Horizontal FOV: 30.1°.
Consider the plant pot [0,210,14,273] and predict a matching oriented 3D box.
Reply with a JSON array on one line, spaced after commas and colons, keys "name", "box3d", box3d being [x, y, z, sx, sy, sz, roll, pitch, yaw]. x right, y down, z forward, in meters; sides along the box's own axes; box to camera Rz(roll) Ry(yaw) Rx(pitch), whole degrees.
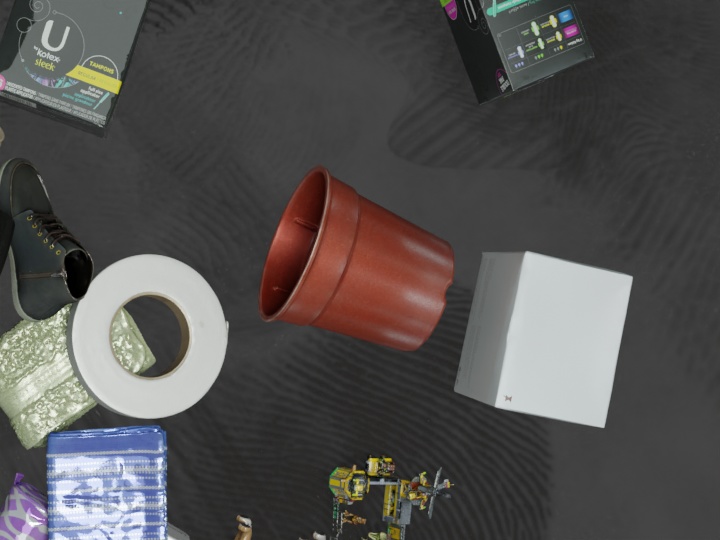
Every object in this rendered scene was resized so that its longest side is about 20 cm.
[{"name": "plant pot", "box3d": [-0.511, -0.003, 1.537, 0.198, 0.200, 0.178, 32, 45, -9]}]

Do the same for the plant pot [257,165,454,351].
[{"name": "plant pot", "box3d": [0.000, 0.000, 1.660, 0.193, 0.200, 0.203, 21, 86, -19]}]

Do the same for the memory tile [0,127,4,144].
[{"name": "memory tile", "box3d": [-0.530, -0.180, 1.577, 0.198, 0.154, 0.017, 30, 120, -8]}]

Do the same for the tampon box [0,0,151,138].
[{"name": "tampon box", "box3d": [-0.345, -0.284, 1.614, 0.148, 0.126, 0.203, 18, 86, -11]}]

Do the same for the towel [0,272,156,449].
[{"name": "towel", "box3d": [-0.369, 0.111, 1.657, 0.199, 0.036, 0.149, -36, 96, -9]}]

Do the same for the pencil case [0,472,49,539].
[{"name": "pencil case", "box3d": [-0.442, 0.354, 1.624, 0.085, 0.084, 0.201, 34, 82, 14]}]

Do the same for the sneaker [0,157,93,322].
[{"name": "sneaker", "box3d": [-0.373, -0.048, 1.604, 0.074, 0.105, 0.203, -4, 79, -51]}]

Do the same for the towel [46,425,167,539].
[{"name": "towel", "box3d": [-0.300, 0.289, 1.593, 0.142, 0.024, 0.203, -1, 87, -12]}]

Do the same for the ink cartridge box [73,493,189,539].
[{"name": "ink cartridge box", "box3d": [-0.316, 0.387, 1.643, 0.144, 0.084, 0.202, 31, 84, -9]}]

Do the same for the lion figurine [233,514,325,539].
[{"name": "lion figurine", "box3d": [-0.124, 0.382, 1.689, 0.197, 0.072, 0.124, 17, 94, -15]}]

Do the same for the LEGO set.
[{"name": "LEGO set", "box3d": [0.037, 0.337, 1.676, 0.152, 0.115, 0.203, 17, 80, -36]}]

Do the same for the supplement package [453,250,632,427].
[{"name": "supplement package", "box3d": [0.226, 0.083, 1.690, 0.145, 0.200, 0.194, 12, 88, -10]}]

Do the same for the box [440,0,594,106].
[{"name": "box", "box3d": [0.188, -0.332, 1.707, 0.123, 0.148, 0.202, -23, 95, -11]}]

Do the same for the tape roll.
[{"name": "tape roll", "box3d": [-0.262, 0.081, 1.652, 0.200, 0.037, 0.206, 3, 84, -26]}]
